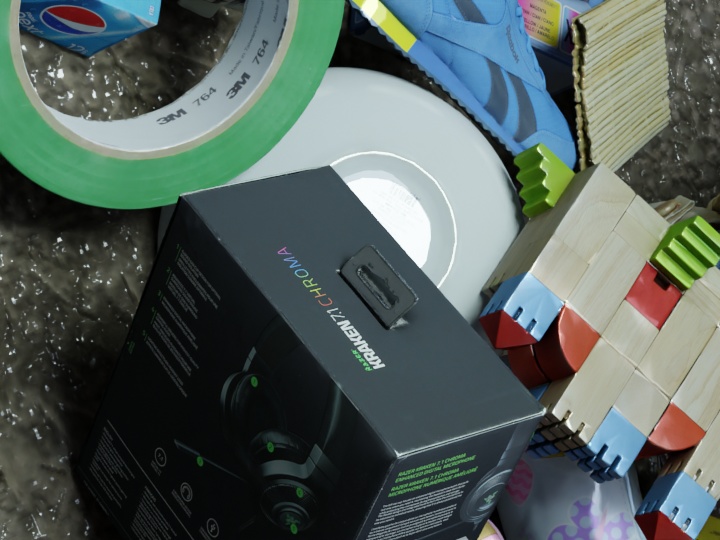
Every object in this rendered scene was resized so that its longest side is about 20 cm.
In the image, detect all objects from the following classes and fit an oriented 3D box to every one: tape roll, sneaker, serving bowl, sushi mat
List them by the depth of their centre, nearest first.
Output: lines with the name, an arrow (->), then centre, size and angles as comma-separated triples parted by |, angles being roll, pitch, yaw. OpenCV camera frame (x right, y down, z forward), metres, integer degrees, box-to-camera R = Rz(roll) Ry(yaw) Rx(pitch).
tape roll -> -0.105, -0.130, 1.190 | 0.200, 0.048, 0.201 | -12, 117, -26
serving bowl -> 0.000, -0.014, 1.279 | 0.200, 0.066, 0.200 | 4, 77, -17
sneaker -> 0.069, -0.122, 1.327 | 0.078, 0.066, 0.200 | -47, 125, 2
sushi mat -> 0.153, -0.113, 1.444 | 0.200, 0.012, 0.096 | -36, 124, -67

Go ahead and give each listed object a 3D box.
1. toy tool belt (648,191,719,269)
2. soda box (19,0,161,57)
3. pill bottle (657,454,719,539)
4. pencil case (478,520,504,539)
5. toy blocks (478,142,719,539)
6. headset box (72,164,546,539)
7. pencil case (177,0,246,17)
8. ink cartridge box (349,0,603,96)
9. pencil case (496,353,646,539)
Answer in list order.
toy tool belt -> 0.221, 0.045, 1.456 | 0.125, 0.123, 0.200 | -30, 98, -40
soda box -> -0.134, -0.216, 1.266 | 0.068, 0.064, 0.200 | 21, 65, -35
pill bottle -> 0.222, 0.139, 1.394 | 0.109, 0.109, 0.200 | -55, 151, -35
pencil case -> -0.011, 0.185, 1.253 | 0.200, 0.083, 0.087 | -24, 51, -41
toy blocks -> 0.130, 0.048, 1.261 | 0.200, 0.100, 0.137 | 42, 64, -12
headset box -> -0.028, 0.074, 1.146 | 0.093, 0.200, 0.174 | -13, 50, -39
pencil case -> -0.059, -0.234, 1.303 | 0.078, 0.089, 0.200 | 19, 73, -31
ink cartridge box -> 0.073, -0.214, 1.434 | 0.136, 0.076, 0.200 | 20, 65, -35
pencil case -> 0.121, 0.136, 1.371 | 0.083, 0.091, 0.200 | -18, 90, -41
